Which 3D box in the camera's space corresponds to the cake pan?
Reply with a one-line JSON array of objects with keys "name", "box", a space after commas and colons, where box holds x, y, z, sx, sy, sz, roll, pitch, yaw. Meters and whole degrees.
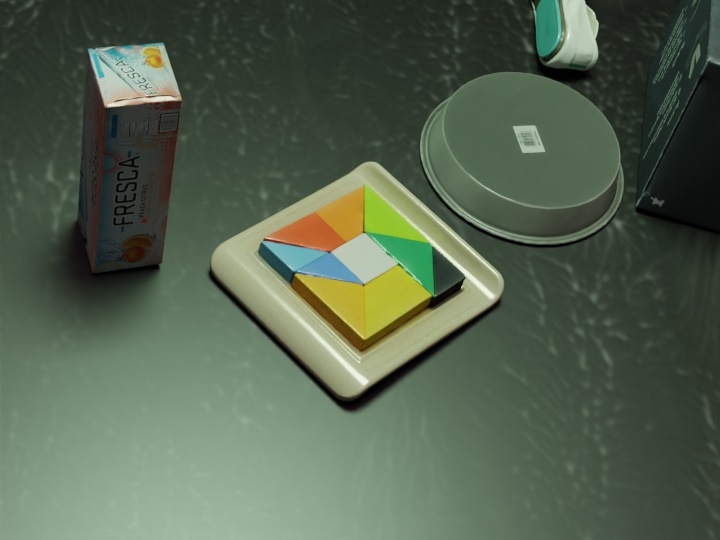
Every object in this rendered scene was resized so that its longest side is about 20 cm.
[{"name": "cake pan", "box": [0.156, -0.112, 1.573, 0.199, 0.037, 0.201, 7, 51, -8]}]

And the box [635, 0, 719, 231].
[{"name": "box", "box": [0.347, -0.176, 1.567, 0.117, 0.197, 0.201, 16, 50, -2]}]

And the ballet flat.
[{"name": "ballet flat", "box": [0.209, -0.280, 1.715, 0.069, 0.070, 0.201, 5, 55, -9]}]

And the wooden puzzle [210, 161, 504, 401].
[{"name": "wooden puzzle", "box": [0.000, 0.000, 1.443, 0.200, 0.037, 0.185, -33, 65, -33]}]

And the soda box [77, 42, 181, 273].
[{"name": "soda box", "box": [-0.190, -0.089, 1.361, 0.063, 0.201, 0.069, -7, 51, -19]}]
